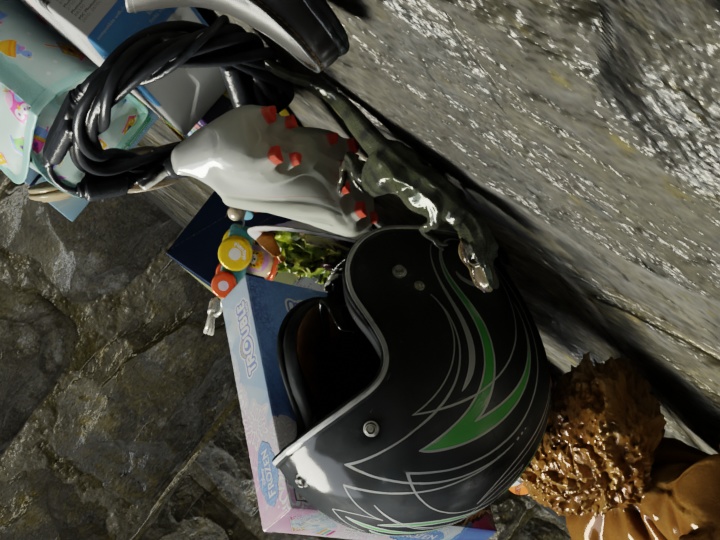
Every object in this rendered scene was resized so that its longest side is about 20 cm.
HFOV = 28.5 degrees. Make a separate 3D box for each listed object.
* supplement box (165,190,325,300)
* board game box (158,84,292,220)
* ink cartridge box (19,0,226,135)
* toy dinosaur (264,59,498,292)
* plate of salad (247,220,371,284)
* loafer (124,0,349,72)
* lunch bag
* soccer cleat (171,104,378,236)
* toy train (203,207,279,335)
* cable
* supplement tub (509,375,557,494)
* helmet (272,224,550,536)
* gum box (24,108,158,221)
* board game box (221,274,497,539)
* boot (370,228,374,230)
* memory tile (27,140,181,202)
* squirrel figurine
[{"bbox_3d":[-0.060,0.010,1.469,0.200,0.135,0.200,42,173,-30],"label":"supplement box"},{"bbox_3d":[-0.118,-0.129,1.156,0.165,0.057,0.200,37,174,29],"label":"board game box"},{"bbox_3d":[-0.191,-0.196,1.023,0.200,0.068,0.116,39,174,24],"label":"ink cartridge box"},{"bbox_3d":[0.020,-0.062,0.910,0.200,0.048,0.088,41,171,10],"label":"toy dinosaur"},{"bbox_3d":[0.000,0.000,1.181,0.198,0.049,0.200,13,172,2],"label":"plate of salad"},{"bbox_3d":[-0.095,-0.158,0.724,0.199,0.073,0.073,37,173,6],"label":"loafer"},{"bbox_3d":[-0.281,-0.157,1.133,0.170,0.122,0.200,40,-178,9],"label":"lunch bag"},{"bbox_3d":[-0.052,-0.067,0.974,0.077,0.070,0.200,-13,163,24],"label":"soccer cleat"},{"bbox_3d":[-0.097,-0.041,1.316,0.055,0.202,0.151,12,151,-4],"label":"toy train"},{"bbox_3d":[-0.121,-0.102,0.952,0.162,0.051,0.200,0,154,-28],"label":"cable"},{"bbox_3d":[0.100,0.110,1.308,0.200,0.123,0.122,40,174,-15],"label":"supplement tub"},{"bbox_3d":[0.034,0.085,0.977,0.200,0.198,0.193,51,-151,-65],"label":"helmet"},{"bbox_3d":[-0.261,-0.141,1.380,0.044,0.170,0.200,38,174,5],"label":"gum box"},{"bbox_3d":[-0.001,0.112,1.104,0.198,0.043,0.201,12,-131,-35],"label":"board game box"},{"bbox_3d":[-0.021,0.023,1.338,0.200,0.132,0.070,41,174,-26],"label":"boot"},{"bbox_3d":[-0.202,-0.096,1.319,0.152,0.017,0.200,-6,-167,21],"label":"memory tile"},{"bbox_3d":[0.204,0.155,0.982,0.199,0.142,0.187,36,168,1],"label":"squirrel figurine"}]
